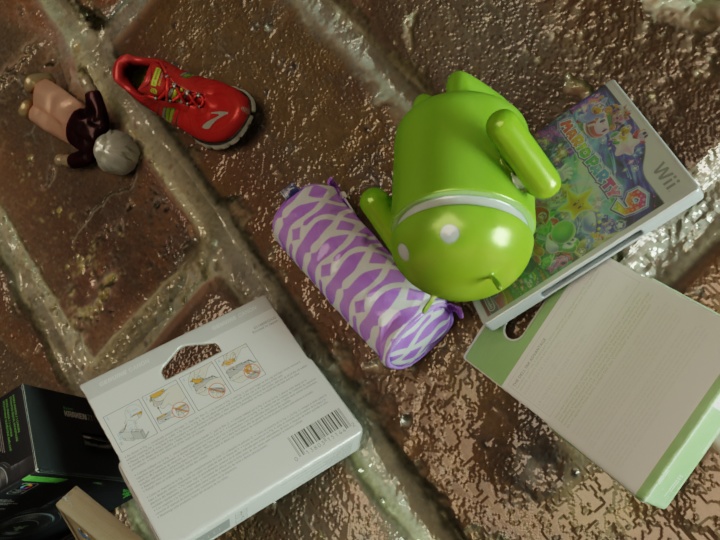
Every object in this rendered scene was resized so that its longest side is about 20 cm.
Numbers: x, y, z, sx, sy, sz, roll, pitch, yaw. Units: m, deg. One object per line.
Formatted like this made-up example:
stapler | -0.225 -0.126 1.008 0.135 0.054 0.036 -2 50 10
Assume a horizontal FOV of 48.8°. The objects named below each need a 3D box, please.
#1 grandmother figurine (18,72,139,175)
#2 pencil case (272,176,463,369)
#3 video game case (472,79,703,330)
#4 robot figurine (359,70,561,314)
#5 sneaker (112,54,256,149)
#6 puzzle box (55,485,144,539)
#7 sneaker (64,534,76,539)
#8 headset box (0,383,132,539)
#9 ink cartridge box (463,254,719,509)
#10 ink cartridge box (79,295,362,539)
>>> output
grandmother figurine | -0.346 -0.180 0.985 0.200 0.060 0.122 36 124 27
pencil case | 0.000 0.000 0.745 0.085 0.084 0.200 -37 63 -10
video game case | 0.165 -0.058 0.681 0.200 0.018 0.143 -35 50 17
robot figurine | 0.084 -0.064 0.654 0.175 0.116 0.201 -24 52 43
sneaker | -0.206 -0.194 0.892 0.200 0.085 0.077 23 91 30
puzzle box | -0.204 0.296 0.738 0.133 0.200 0.025 24 49 31
sneaker | -0.336 0.354 0.863 0.200 0.075 0.079 -43 85 13
headset box | -0.333 0.207 0.813 0.200 0.174 0.093 -31 61 14
ink cartridge box | 0.196 0.069 0.641 0.200 0.048 0.146 38 98 45
ink cartridge box | -0.128 0.137 0.735 0.200 0.045 0.176 -26 61 -24
